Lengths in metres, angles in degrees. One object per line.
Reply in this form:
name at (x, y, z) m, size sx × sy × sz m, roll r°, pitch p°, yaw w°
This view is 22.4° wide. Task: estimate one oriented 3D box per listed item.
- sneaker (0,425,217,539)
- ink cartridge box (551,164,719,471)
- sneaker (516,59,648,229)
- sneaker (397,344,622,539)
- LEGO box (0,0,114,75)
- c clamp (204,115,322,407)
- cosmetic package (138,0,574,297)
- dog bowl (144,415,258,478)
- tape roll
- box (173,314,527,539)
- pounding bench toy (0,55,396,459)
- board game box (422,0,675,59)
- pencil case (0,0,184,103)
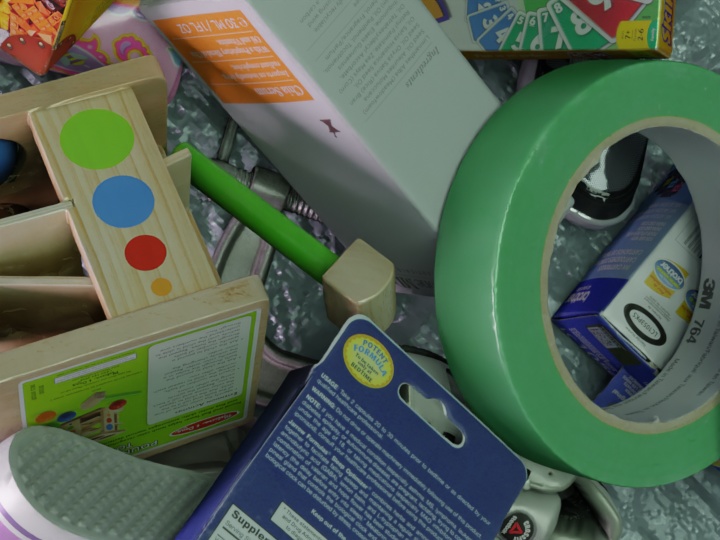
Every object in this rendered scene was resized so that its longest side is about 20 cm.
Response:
sneaker at (-0.114, 0.143, 0.841) m, size 0.200 × 0.073 × 0.114 m, roll 31°, pitch 122°, yaw -32°
ink cartridge box at (0.201, 0.018, 0.979) m, size 0.136 × 0.076 × 0.200 m, roll 42°, pitch 77°, yaw -9°
sneaker at (0.134, -0.124, 0.946) m, size 0.075 × 0.114 × 0.201 m, roll 2°, pitch 87°, yaw -15°
sneaker at (0.055, 0.096, 0.889) m, size 0.200 × 0.089 × 0.074 m, roll 16°, pitch 112°, yaw -38°
LEGO box at (-0.102, -0.206, 0.806) m, size 0.077 × 0.149 × 0.200 m, roll 35°, pitch 55°, yaw 0°
c clamp at (0.000, 0.000, 0.950) m, size 0.200 × 0.027 × 0.171 m, roll 24°, pitch 81°, yaw -13°
cosmetic package at (-0.001, -0.078, 0.861) m, size 0.200 × 0.101 × 0.071 m, roll 48°, pitch 68°, yaw -26°
dog bowl at (-0.075, 0.169, 0.907) m, size 0.199 × 0.059 × 0.201 m, roll 1°, pitch 87°, yaw -16°
tape roll at (0.128, 0.001, 0.864) m, size 0.200 × 0.048 × 0.201 m, roll -5°, pitch 99°, yaw -34°
box at (-0.017, 0.131, 0.803) m, size 0.121 × 0.032 × 0.200 m, roll 43°, pitch 64°, yaw -15°
pounding bench toy at (-0.098, -0.014, 0.852) m, size 0.200 × 0.124 × 0.156 m, roll -17°, pitch 63°, yaw -16°
board game box at (0.061, -0.154, 0.909) m, size 0.030 × 0.200 × 0.096 m, roll 12°, pitch 82°, yaw -59°
pencil case at (-0.177, -0.141, 0.882) m, size 0.199 × 0.087 × 0.088 m, roll 13°, pitch 84°, yaw -14°
